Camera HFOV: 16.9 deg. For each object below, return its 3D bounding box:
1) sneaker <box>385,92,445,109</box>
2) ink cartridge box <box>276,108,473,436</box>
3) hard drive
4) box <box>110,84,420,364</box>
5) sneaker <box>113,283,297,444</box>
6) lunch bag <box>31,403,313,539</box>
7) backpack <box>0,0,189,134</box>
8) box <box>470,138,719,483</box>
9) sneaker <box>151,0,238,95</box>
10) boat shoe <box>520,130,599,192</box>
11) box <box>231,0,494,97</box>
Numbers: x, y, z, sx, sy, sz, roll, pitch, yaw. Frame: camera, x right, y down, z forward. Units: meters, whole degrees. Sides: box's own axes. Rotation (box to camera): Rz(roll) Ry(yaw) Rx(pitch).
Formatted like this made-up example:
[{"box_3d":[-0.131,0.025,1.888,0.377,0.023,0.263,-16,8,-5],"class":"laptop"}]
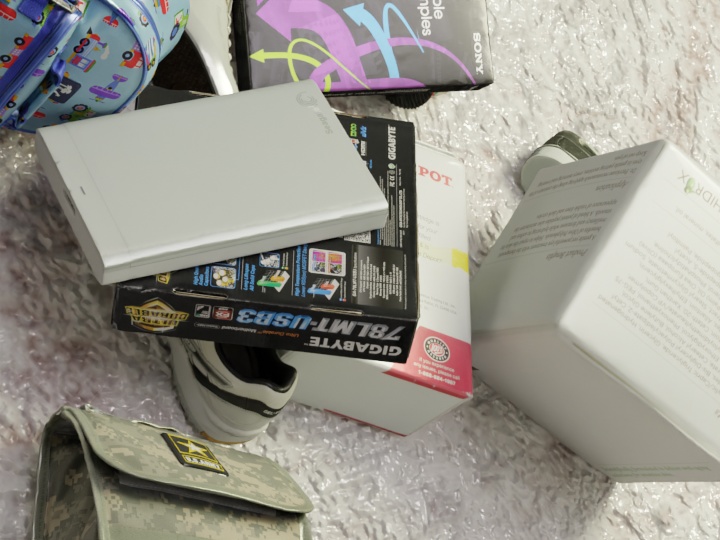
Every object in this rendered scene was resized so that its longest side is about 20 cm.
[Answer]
[{"box_3d":[0.028,-0.228,1.924,0.093,0.070,0.200,-22,85,-47],"class":"sneaker"},{"box_3d":[0.000,0.000,1.753,0.145,0.083,0.200,19,55,-29],"class":"ink cartridge box"},{"box_3d":[-0.099,-0.061,1.600,0.200,0.026,0.132,-12,50,-23],"class":"hard drive"},{"box_3d":[-0.061,-0.034,1.632,0.198,0.050,0.200,6,44,-6],"class":"box"},{"box_3d":[-0.105,0.016,1.656,0.076,0.088,0.200,-25,81,-43],"class":"sneaker"},{"box_3d":[-0.118,0.181,1.531,0.164,0.118,0.200,17,50,-31],"class":"lunch bag"},{"box_3d":[-0.222,-0.163,1.602,0.200,0.183,0.135,33,40,-26],"class":"backpack"},{"box_3d":[0.206,0.036,1.788,0.200,0.199,0.171,38,72,-16],"class":"box"},{"box_3d":[-0.114,-0.172,1.769,0.085,0.073,0.200,-11,71,-40],"class":"sneaker"},{"box_3d":[0.216,-0.031,1.958,0.200,0.071,0.064,50,46,-2],"class":"boat shoe"},{"box_3d":[0.000,-0.205,1.837,0.200,0.036,0.143,-5,87,-22],"class":"box"}]
